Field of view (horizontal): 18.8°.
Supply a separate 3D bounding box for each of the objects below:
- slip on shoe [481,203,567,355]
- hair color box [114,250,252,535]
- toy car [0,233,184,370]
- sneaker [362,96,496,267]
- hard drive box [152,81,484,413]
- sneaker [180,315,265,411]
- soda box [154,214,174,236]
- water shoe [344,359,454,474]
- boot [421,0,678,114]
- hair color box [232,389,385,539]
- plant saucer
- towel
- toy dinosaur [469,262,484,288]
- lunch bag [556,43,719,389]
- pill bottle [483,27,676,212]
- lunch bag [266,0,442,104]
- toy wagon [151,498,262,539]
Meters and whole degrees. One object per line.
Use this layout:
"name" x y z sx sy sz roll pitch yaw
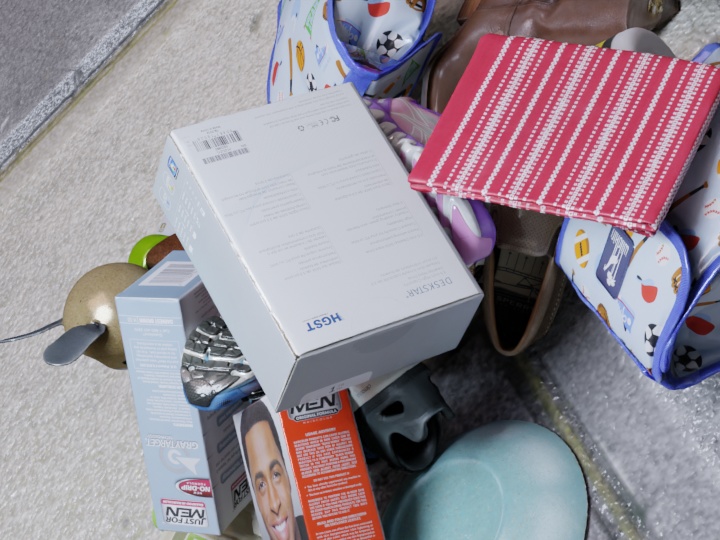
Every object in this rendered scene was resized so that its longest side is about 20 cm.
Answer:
"slip on shoe" 0.125 -0.031 1.613 0.061 0.076 0.200 -55 -21 -61
"hair color box" -0.128 0.095 1.706 0.060 0.201 0.099 1 22 25
"toy car" -0.190 0.054 1.811 0.164 0.200 0.158 10 108 53
"sneaker" 0.050 -0.075 1.626 0.200 0.088 0.081 46 137 43
"hard drive box" -0.033 -0.020 1.546 0.200 0.156 0.077 60 151 24
"sneaker" -0.069 0.076 1.673 0.078 0.200 0.090 15 111 26
"soda box" -0.090 -0.028 1.903 0.200 0.068 0.064 6 67 47
"water shoe" 0.016 0.125 1.637 0.071 0.200 0.079 -33 77 -19
"boot" 0.155 -0.176 1.778 0.200 0.064 0.187 -4 58 38
"hair color box" -0.030 0.187 1.591 0.101 0.061 0.201 143 115 -64
"plant saucer" 0.074 0.193 1.598 0.201 0.039 0.201 -25 46 29
"towel" 0.142 -0.097 1.511 0.200 0.023 0.145 12 61 31
"toy dinosaur" 0.028 0.032 1.686 0.200 0.102 0.136 -27 25 32
"lunch bag" 0.240 -0.032 1.519 0.200 0.124 0.170 -46 37 10
"pill bottle" 0.154 -0.096 1.674 0.200 0.112 0.113 -27 46 30
"lunch bag" -0.006 -0.191 1.861 0.170 0.124 0.200 122 163 -50
"toy wagon" -0.139 0.267 1.756 0.155 0.040 0.200 16 75 50
